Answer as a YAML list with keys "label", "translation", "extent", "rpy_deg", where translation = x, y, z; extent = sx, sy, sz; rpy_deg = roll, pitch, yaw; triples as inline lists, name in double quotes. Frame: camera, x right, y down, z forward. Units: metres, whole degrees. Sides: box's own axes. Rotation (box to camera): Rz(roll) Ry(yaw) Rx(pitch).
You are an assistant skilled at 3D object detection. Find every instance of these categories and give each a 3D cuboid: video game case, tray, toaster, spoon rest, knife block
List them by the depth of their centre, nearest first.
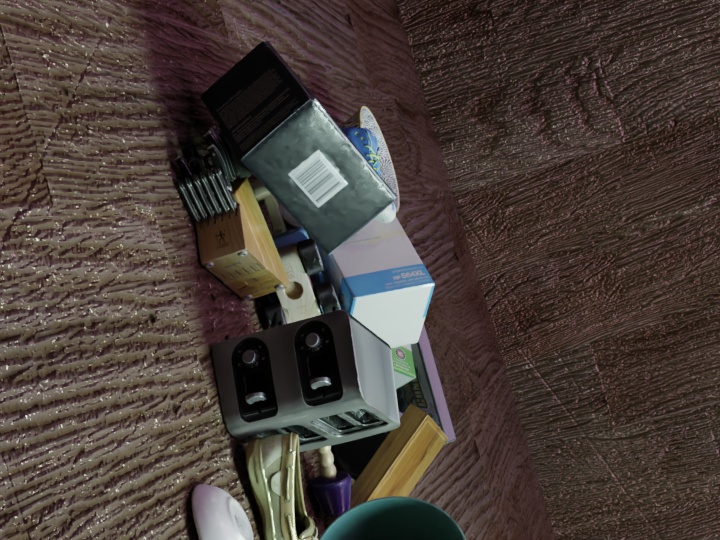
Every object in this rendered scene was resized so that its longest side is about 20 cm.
- label: "spoon rest"
  translation: [-0.133, 0.314, 1.352]
  extent: [0.201, 0.060, 0.099]
  rpy_deg: [65, 7, 25]
- label: "toaster"
  translation: [-0.060, 0.139, 1.574]
  extent: [0.200, 0.180, 0.119]
  rpy_deg: [42, 37, -64]
- label: "knife block"
  translation: [-0.164, -0.076, 1.647]
  extent: [0.200, 0.064, 0.176]
  rpy_deg: [47, 30, -60]
- label: "tray"
  translation: [0.040, 0.290, 1.804]
  extent: [0.037, 0.200, 0.099]
  rpy_deg: [29, -12, 31]
- label: "video game case"
  translation: [0.063, 0.186, 2.063]
  extent: [0.025, 0.181, 0.201]
  rpy_deg: [-12, 84, -36]

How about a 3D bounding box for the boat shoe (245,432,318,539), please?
- label: "boat shoe"
  translation: [-0.080, 0.287, 1.538]
  extent: [0.073, 0.063, 0.202]
  rpy_deg: [-60, 137, -74]

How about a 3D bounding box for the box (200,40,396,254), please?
- label: "box"
  translation: [-0.082, -0.161, 1.689]
  extent: [0.200, 0.124, 0.197]
  rpy_deg: [48, 6, -37]

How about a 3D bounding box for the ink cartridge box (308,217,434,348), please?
- label: "ink cartridge box"
  translation: [0.000, 0.000, 1.845]
  extent: [0.129, 0.125, 0.200]
  rpy_deg: [103, -31, -45]

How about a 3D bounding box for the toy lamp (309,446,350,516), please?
- label: "toy lamp"
  translation: [-0.051, 0.226, 1.728]
  extent: [0.058, 0.058, 0.201]
  rpy_deg: [-38, 119, -76]

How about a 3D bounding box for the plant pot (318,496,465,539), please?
- label: "plant pot"
  translation: [0.046, 0.417, 1.655]
  extent: [0.201, 0.200, 0.161]
  rpy_deg: [-92, 173, -47]

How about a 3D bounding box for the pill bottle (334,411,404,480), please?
- label: "pill bottle"
  translation: [0.030, 0.260, 1.924]
  extent: [0.200, 0.111, 0.112]
  rpy_deg: [23, 51, -72]

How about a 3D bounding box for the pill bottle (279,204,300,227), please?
- label: "pill bottle"
  translation: [-0.061, -0.124, 2.014]
  extent: [0.200, 0.114, 0.115]
  rpy_deg: [-43, 116, -76]

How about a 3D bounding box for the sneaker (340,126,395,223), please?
- label: "sneaker"
  translation: [-0.002, -0.146, 1.819]
  extent: [0.200, 0.105, 0.076]
  rpy_deg: [36, 1, 42]

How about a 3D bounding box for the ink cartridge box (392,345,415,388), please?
- label: "ink cartridge box"
  translation: [-0.004, 0.072, 1.975]
  extent: [0.146, 0.084, 0.201]
  rpy_deg: [25, 44, -39]

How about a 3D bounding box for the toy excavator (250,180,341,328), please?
- label: "toy excavator"
  translation: [-0.106, -0.024, 1.803]
  extent: [0.200, 0.099, 0.195]
  rpy_deg: [-110, 179, -77]

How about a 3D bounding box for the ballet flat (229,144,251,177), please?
- label: "ballet flat"
  translation: [-0.153, -0.192, 1.834]
  extent: [0.200, 0.063, 0.068]
  rpy_deg: [-87, 156, -54]

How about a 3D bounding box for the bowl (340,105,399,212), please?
- label: "bowl"
  translation: [-0.006, -0.187, 2.351]
  extent: [0.201, 0.094, 0.202]
  rpy_deg: [-17, 90, -77]
